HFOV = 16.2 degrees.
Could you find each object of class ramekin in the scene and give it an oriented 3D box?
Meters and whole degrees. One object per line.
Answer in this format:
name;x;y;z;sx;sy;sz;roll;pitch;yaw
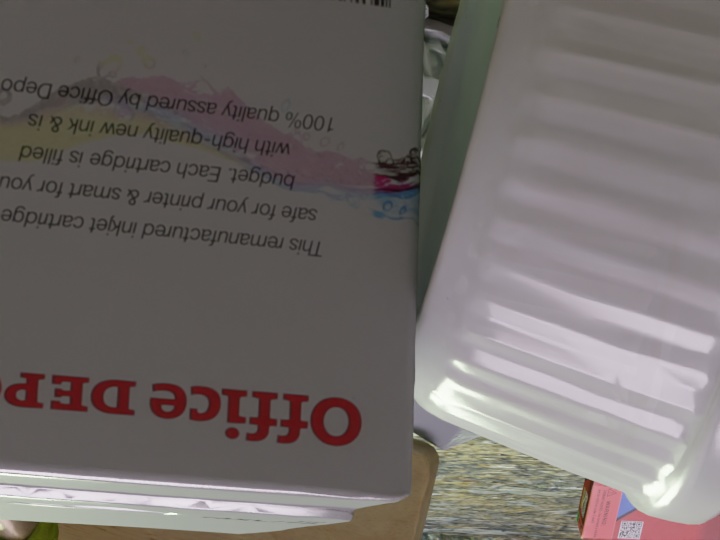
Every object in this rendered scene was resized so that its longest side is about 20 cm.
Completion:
ramekin;0.071;-0.037;0.695;0.093;0.204;0.202;13;169;-3

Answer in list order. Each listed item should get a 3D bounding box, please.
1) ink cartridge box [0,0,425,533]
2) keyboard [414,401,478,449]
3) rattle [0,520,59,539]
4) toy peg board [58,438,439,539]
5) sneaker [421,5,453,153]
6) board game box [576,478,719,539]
ink cartridge box;-0.073;-0.035;0.690;0.146;0.202;0.146;6;169;-18
keyboard;-0.025;0.025;1.086;0.199;0.011;0.056;32;154;-22
rattle;-0.214;0.056;1.132;0.199;0.144;0.130;7;161;29
toy peg board;-0.068;0.144;1.217;0.198;0.201;0.098;16;-167;14
sneaker;0.034;-0.056;0.903;0.198;0.076;0.115;5;173;2
board game box;0.171;0.048;1.224;0.102;0.201;0.019;3;-148;-9
